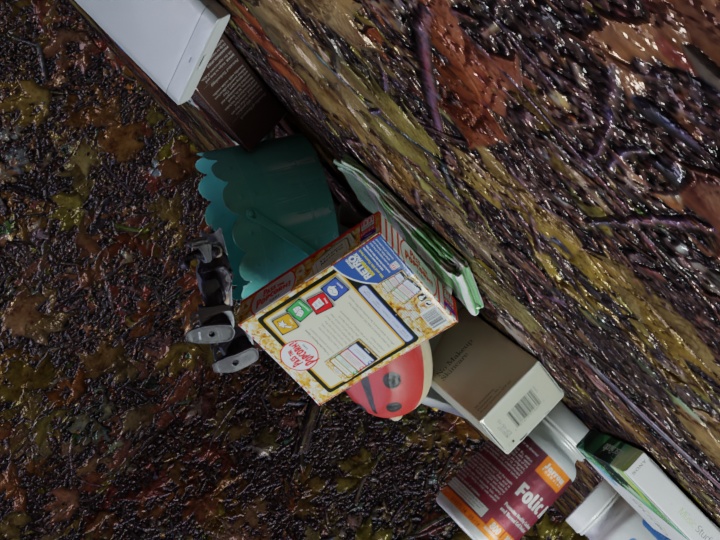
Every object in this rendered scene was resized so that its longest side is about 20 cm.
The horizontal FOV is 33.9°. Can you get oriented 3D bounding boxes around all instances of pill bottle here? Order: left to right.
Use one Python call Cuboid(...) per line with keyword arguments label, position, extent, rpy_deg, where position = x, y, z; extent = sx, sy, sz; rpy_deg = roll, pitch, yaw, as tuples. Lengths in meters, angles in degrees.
Cuboid(label="pill bottle", position=(0.202, 0.259, 1.502), extent=(0.114, 0.200, 0.114), rpy_deg=(44, 176, 4))
Cuboid(label="pill bottle", position=(0.366, 0.366, 1.527), extent=(0.200, 0.112, 0.112), rpy_deg=(45, 176, 14))

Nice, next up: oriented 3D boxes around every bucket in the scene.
Cuboid(label="bucket", position=(-0.116, -0.069, 1.480), extent=(0.207, 0.133, 0.210), rpy_deg=(164, 90, -76))

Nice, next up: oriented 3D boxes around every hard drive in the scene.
Cuboid(label="hard drive", position=(-0.234, -0.289, 1.245), extent=(0.200, 0.027, 0.132), rpy_deg=(45, 136, 7))

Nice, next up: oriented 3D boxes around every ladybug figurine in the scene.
Cuboid(label="ladybug figurine", position=(0.016, 0.101, 1.429), extent=(0.134, 0.072, 0.202), rpy_deg=(-7, 114, 31))

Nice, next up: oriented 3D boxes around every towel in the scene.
Cuboid(label="towel", position=(0.056, -0.039, 1.310), extent=(0.200, 0.023, 0.153), rpy_deg=(44, 176, 23))

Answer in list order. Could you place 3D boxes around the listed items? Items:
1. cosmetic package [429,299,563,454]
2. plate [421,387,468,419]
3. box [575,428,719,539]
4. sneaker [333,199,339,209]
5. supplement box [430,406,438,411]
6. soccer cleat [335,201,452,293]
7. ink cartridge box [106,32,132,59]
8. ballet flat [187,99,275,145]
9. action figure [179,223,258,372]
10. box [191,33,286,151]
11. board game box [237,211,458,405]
Cuboid(label="cosmetic package", position=(0.147, 0.126, 1.450), extent=(0.073, 0.104, 0.200), rpy_deg=(49, 173, -34))
Cuboid(label="plate", position=(0.081, 0.125, 1.614), extent=(0.198, 0.032, 0.201), rpy_deg=(22, -152, -25))
Cuboid(label="box", position=(0.327, 0.252, 1.336), extent=(0.144, 0.036, 0.200), rpy_deg=(46, 175, -2))
Cuboid(label="sneaker", position=(-0.082, -0.083, 1.793), extent=(0.074, 0.087, 0.200), rpy_deg=(45, 175, 5))
Cuboid(label="supplement box", position=(0.086, 0.109, 1.819), extent=(0.200, 0.110, 0.086), rpy_deg=(49, 174, -39))
Cuboid(label="soccer cleat", position=(0.032, -0.019, 1.459), extent=(0.199, 0.069, 0.078), rpy_deg=(29, 126, 36))
Cuboid(label="ink cartridge box", position=(-0.301, -0.345, 1.462), extent=(0.146, 0.084, 0.200), rpy_deg=(42, 175, 44))
Cuboid(label="ballet flat", position=(-0.186, -0.237, 1.608), extent=(0.200, 0.076, 0.064), rpy_deg=(40, 144, 13))
Cuboid(label="action figure", position=(-0.173, 0.030, 1.380), extent=(0.201, 0.069, 0.131), rpy_deg=(-111, 3, -55))
Cuboid(label="box", position=(-0.182, -0.241, 1.386), extent=(0.100, 0.075, 0.200), rpy_deg=(40, 171, 46))
Cuboid(label="board game box", position=(-0.014, 0.046, 1.318), extent=(0.152, 0.199, 0.047), rpy_deg=(48, -158, -28))
